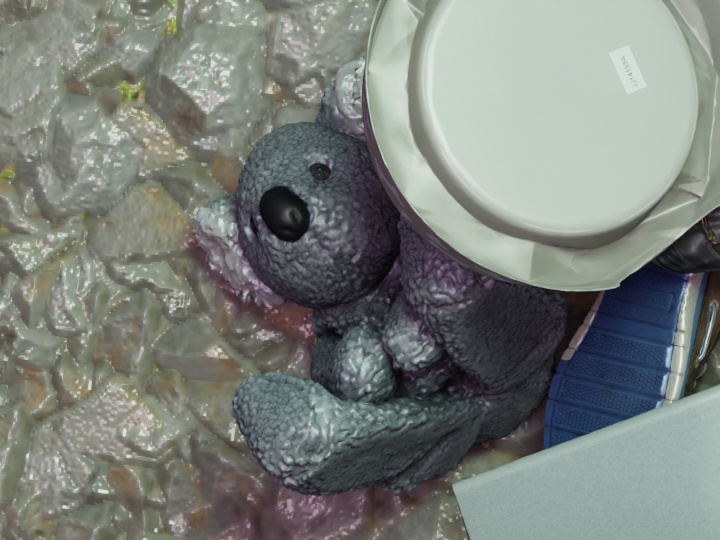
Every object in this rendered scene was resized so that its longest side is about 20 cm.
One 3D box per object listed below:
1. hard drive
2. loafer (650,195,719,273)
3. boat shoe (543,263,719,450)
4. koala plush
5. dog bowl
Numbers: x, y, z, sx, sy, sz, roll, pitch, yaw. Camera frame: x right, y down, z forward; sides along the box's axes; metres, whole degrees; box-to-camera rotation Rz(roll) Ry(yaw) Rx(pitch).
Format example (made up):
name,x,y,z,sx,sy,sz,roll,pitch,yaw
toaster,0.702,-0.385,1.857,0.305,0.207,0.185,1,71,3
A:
name,x,y,z,sx,sy,sz,roll,pitch,yaw
hard drive,0.158,0.134,1.344,0.199,0.033,0.140,-21,52,3
loafer,0.241,-0.037,1.397,0.199,0.072,0.073,-16,97,-30
boat shoe,0.159,0.037,1.442,0.072,0.072,0.201,19,89,31
koala plush,0.000,0.000,1.447,0.177,0.183,0.200,-48,62,16
dog bowl,0.091,-0.084,1.310,0.199,0.059,0.201,3,80,-15
